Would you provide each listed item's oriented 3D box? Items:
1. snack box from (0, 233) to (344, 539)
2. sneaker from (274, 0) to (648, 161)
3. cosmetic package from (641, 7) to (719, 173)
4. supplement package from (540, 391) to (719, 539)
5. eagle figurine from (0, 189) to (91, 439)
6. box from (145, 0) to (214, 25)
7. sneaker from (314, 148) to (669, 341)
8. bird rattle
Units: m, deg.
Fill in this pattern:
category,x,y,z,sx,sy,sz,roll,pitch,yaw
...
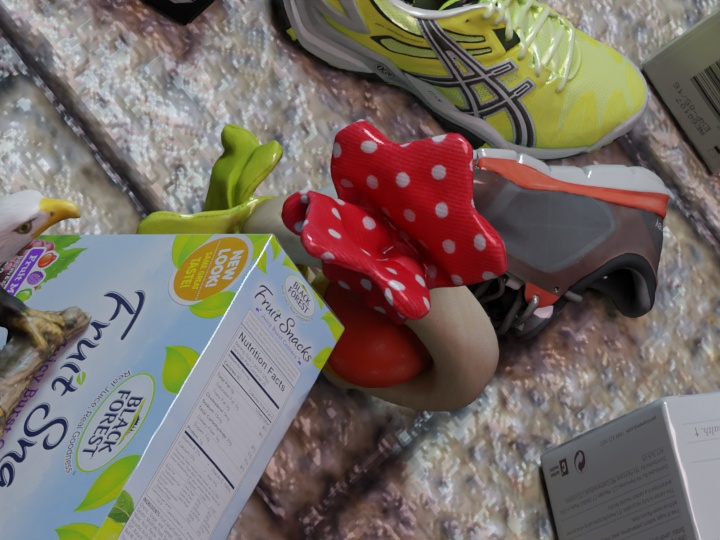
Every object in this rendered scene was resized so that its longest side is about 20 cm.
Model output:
category,x,y,z,sx,sy,sz,roll,pitch,yaw
snack box,-0.124,0.078,1.224,0.068,0.168,0.200,52,54,-36
sneaker,0.058,-0.111,1.447,0.199,0.076,0.076,18,63,-23
cosmetic package,0.252,-0.139,1.547,0.200,0.103,0.073,-35,91,-34
supplement package,0.179,0.162,1.393,0.116,0.117,0.201,-6,76,-31
eagle figurine,-0.179,-0.022,1.149,0.151,0.152,0.200,-33,122,0
box,-0.104,-0.241,1.423,0.160,0.044,0.201,30,61,-16
sneaker,0.066,-0.009,1.420,0.199,0.077,0.082,2,78,-27
bird rattle,0.000,0.000,1.319,0.163,0.199,0.113,48,55,-34
